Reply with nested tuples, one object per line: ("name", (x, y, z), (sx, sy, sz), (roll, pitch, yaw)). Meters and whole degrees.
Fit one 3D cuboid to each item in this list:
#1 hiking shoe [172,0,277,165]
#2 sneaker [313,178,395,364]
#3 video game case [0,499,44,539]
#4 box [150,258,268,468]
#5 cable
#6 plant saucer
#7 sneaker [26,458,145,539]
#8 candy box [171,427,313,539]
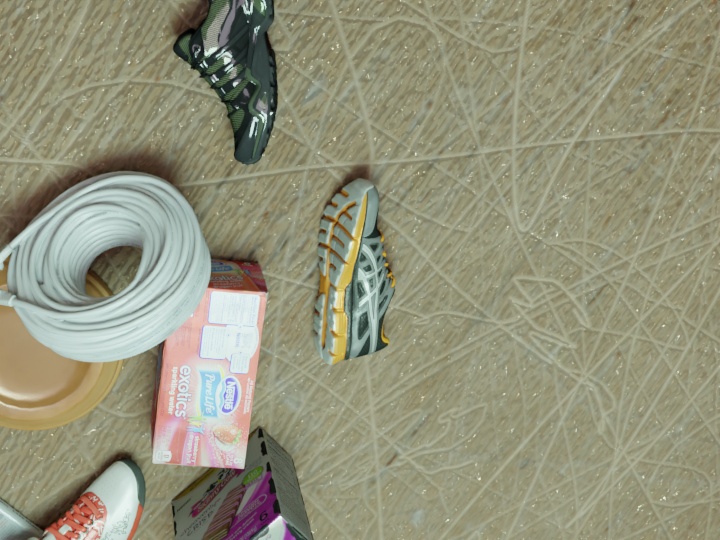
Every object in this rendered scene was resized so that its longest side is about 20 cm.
("hiking shoe", (-0.133, -0.205, 1.499), (0.100, 0.076, 0.202), (-1, 101, 1))
("sneaker", (0.000, 0.000, 1.590), (0.077, 0.078, 0.202), (-1, 114, -22))
("video game case", (-0.470, 0.309, 1.650), (0.182, 0.023, 0.200), (42, 100, -20))
("box", (-0.160, 0.095, 1.581), (0.102, 0.095, 0.202), (5, 109, -10))
("cable", (-0.245, -0.002, 1.485), (0.200, 0.199, 0.069), (-49, 150, -17))
("plant saucer", (-0.344, 0.079, 1.579), (0.198, 0.037, 0.202), (-3, 110, -7))
("sneaker", (-0.312, 0.290, 1.618), (0.108, 0.067, 0.202), (8, 117, -55))
("candy box", (-0.127, 0.266, 1.591), (0.136, 0.200, 0.061), (-41, 111, 5))
